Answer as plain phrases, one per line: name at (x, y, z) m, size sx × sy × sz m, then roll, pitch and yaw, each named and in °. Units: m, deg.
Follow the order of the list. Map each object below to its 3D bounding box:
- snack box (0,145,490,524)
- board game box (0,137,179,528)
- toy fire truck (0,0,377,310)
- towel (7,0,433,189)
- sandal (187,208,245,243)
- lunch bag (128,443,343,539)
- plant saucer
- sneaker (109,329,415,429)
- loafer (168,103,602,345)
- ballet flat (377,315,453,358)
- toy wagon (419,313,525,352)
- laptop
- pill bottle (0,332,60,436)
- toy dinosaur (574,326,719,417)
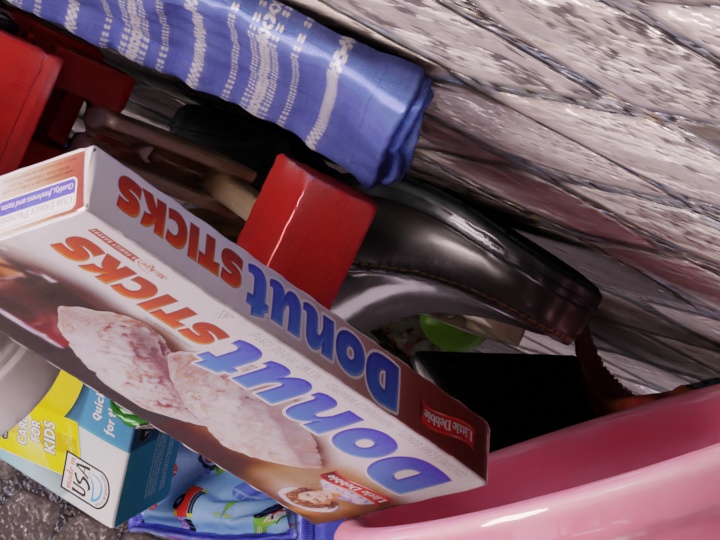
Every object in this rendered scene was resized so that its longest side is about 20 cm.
snack box at (-0.044, 0.024, 0.849) m, size 0.072 × 0.024 × 0.200 m, roll -17°, pitch 145°, yaw 32°
board game box at (-0.166, 0.007, 1.326) m, size 0.199 × 0.152 × 0.047 m, roll 28°, pitch -149°, yaw 24°
toy fire truck at (-0.080, -0.042, 0.942) m, size 0.140 × 0.049 × 0.200 m, roll 24°, pitch -174°, yaw -17°
towel at (-0.073, -0.078, 0.823) m, size 0.199 × 0.024 × 0.145 m, roll 24°, pitch 175°, yaw 0°
sandal at (-0.052, 0.009, 1.007) m, size 0.200 × 0.054 × 0.080 m, roll 20°, pitch 150°, yaw 54°
lunch bag at (-0.001, 0.096, 1.340) m, size 0.150 × 0.095 × 0.200 m, roll 3°, pitch -175°, yaw -29°
plant saucer at (0.092, 0.079, 0.922) m, size 0.199 × 0.051 × 0.201 m, roll -16°, pitch -179°, yaw 0°
sneaker at (-0.056, 0.038, 1.195) m, size 0.199 × 0.086 × 0.078 m, roll 23°, pitch 177°, yaw 11°
loafer at (0.000, 0.000, 1.044) m, size 0.199 × 0.073 × 0.073 m, roll 19°, pitch 174°, yaw 39°
ballet flat at (-0.006, 0.035, 1.295) m, size 0.200 × 0.064 × 0.076 m, roll 41°, pitch 147°, yaw 53°
toy wagon at (-0.026, -0.018, 1.186) m, size 0.199 × 0.040 × 0.155 m, roll 23°, pitch 175°, yaw 20°
laptop at (0.075, 0.148, 1.214) m, size 0.201 × 0.116 × 0.187 m, roll 56°, pitch -161°, yaw 16°
pill bottle at (-0.195, -0.024, 1.063) m, size 0.111 × 0.111 × 0.200 m, roll 18°, pitch 148°, yaw 48°
toy dinosaur at (0.136, 0.085, 1.149) m, size 0.199 × 0.106 × 0.181 m, roll 22°, pitch 176°, yaw 23°
